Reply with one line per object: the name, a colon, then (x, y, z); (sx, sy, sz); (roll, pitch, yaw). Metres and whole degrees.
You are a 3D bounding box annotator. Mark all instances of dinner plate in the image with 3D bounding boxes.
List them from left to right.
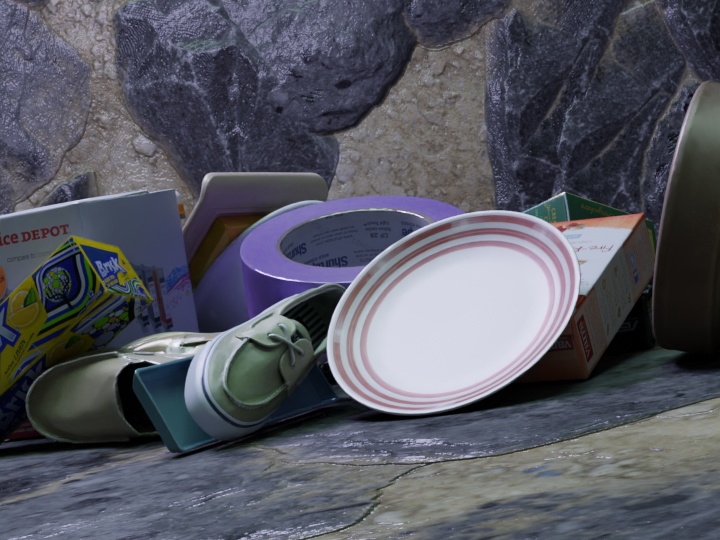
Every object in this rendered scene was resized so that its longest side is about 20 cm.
dinner plate: (0.070, 0.033, 1.309); (0.200, 0.024, 0.200); (-18, 42, 16)

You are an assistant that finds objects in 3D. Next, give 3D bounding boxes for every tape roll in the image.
tape roll: (0.000, 0.000, 1.509); (0.200, 0.066, 0.200); (-5, 21, 2)

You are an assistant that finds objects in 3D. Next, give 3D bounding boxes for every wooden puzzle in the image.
wooden puzzle: (-0.123, -0.001, 1.701); (0.037, 0.200, 0.185); (39, 24, 28)

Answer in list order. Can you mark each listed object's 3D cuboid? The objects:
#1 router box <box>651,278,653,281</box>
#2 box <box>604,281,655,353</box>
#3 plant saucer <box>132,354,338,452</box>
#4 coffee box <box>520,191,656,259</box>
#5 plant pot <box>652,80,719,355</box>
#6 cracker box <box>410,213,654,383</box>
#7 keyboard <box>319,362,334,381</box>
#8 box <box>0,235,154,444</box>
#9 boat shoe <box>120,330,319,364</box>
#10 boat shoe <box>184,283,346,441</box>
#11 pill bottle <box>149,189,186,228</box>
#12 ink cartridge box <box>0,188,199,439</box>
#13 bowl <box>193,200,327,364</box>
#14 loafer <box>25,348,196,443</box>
router box: (0.263, 0.018, 1.782); (0.157, 0.052, 0.200); (-8, 2, 25)
box: (0.156, 0.050, 1.529); (0.200, 0.044, 0.160); (-9, 2, 13)
plant saucer: (-0.094, 0.091, 1.338); (0.019, 0.070, 0.200); (-41, -15, 32)
coffee box: (0.153, -0.006, 1.586); (0.123, 0.044, 0.200); (14, -28, -38)
plant pot: (0.318, -0.028, 1.288); (0.174, 0.201, 0.200); (9, 8, 18)
cracker box: (0.140, 0.022, 1.396); (0.134, 0.058, 0.200); (-6, 22, 27)
keyboard: (-0.019, 0.090, 1.601); (0.200, 0.021, 0.127); (-12, -3, -29)
box: (-0.271, 0.062, 1.469); (0.200, 0.064, 0.070); (-43, -24, 16)
boat shoe: (-0.133, 0.088, 1.481); (0.200, 0.072, 0.065); (-11, 11, -16)
boat shoe: (-0.067, 0.059, 1.327); (0.062, 0.072, 0.200); (-38, 6, 30)
pill bottle: (-0.220, 0.025, 1.777); (0.116, 0.200, 0.116); (-10, 2, 0)
ink cartridge box: (-0.245, 0.036, 1.587); (0.145, 0.200, 0.145); (-9, 2, 31)
bowl: (-0.066, 0.037, 1.706); (0.201, 0.201, 0.090); (-12, 47, -48)
loafer: (-0.184, 0.096, 1.394); (0.200, 0.076, 0.068); (-8, -3, 21)
